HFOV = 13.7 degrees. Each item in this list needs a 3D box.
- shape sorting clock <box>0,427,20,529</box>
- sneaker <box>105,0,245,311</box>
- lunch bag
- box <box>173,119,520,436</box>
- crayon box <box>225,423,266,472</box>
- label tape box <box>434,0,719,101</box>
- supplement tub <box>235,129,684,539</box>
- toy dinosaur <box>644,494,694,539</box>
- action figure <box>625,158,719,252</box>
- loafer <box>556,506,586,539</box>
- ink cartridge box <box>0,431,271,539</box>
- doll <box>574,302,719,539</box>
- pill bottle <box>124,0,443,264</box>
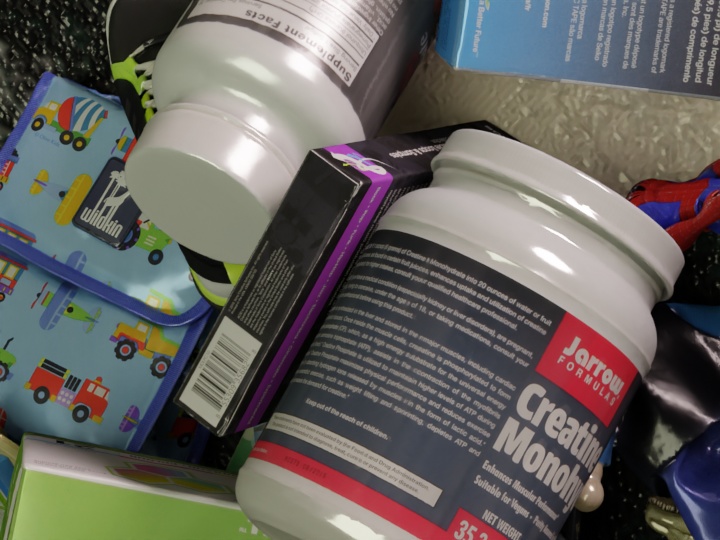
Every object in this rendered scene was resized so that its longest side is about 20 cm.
[{"bbox_3d":[-0.217,0.105,1.584,0.200,0.200,0.039,15,63,23],"label":"shape sorting clock"},{"bbox_3d":[-0.080,-0.073,1.506,0.072,0.083,0.200,-24,66,1],"label":"sneaker"},{"bbox_3d":[-0.131,0.000,1.577,0.150,0.094,0.200,24,91,21],"label":"lunch bag"},{"bbox_3d":[0.000,0.000,1.439,0.036,0.200,0.143,36,110,19],"label":"box"},{"bbox_3d":[-0.008,0.162,1.528,0.200,0.052,0.126,29,96,24],"label":"crayon box"},{"bbox_3d":[0.144,-0.158,1.411,0.199,0.066,0.144,5,101,-10],"label":"label tape box"},{"bbox_3d":[0.046,0.053,1.347,0.140,0.140,0.200,26,80,20],"label":"supplement tub"},{"bbox_3d":[0.186,0.199,1.439,0.047,0.088,0.200,-28,84,36],"label":"toy dinosaur"},{"bbox_3d":[0.181,-0.035,1.414,0.200,0.065,0.052,-11,121,36],"label":"action figure"},{"bbox_3d":[0.074,0.118,1.443,0.072,0.073,0.200,-4,54,8],"label":"loafer"},{"bbox_3d":[-0.095,0.138,1.407,0.147,0.200,0.076,12,93,-7],"label":"ink cartridge box"},{"bbox_3d":[0.154,0.077,1.420,0.136,0.048,0.200,-34,78,-20],"label":"doll"},{"bbox_3d":[-0.032,-0.104,1.432,0.110,0.200,0.111,22,149,14],"label":"pill bottle"}]
